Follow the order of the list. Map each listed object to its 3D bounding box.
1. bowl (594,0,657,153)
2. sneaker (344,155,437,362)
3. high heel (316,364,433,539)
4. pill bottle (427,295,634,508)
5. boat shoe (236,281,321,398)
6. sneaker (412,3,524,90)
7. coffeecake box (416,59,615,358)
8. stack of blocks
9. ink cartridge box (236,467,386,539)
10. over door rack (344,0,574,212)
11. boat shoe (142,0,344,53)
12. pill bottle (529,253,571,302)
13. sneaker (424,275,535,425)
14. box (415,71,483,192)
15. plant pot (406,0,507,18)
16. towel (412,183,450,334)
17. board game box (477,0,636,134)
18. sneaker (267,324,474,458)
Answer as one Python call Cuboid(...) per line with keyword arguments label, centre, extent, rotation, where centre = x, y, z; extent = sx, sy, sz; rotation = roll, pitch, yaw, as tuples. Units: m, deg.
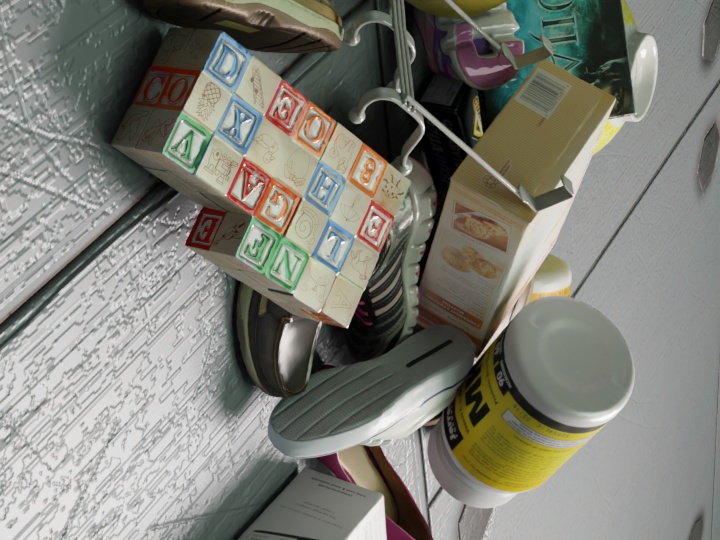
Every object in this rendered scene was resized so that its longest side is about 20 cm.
Cuboid(label="bowl", centre=(0.210, -0.184, 1.376), extent=(0.200, 0.107, 0.202), rotation=(-34, 131, -53))
Cuboid(label="sneaker", centre=(0.000, 0.000, 1.197), extent=(0.087, 0.074, 0.201), rotation=(-16, 138, -28))
Cuboid(label="high heel", centre=(0.012, 0.161, 1.263), extent=(0.068, 0.096, 0.201), rotation=(-55, 146, -35))
Cuboid(label="pill bottle", centre=(0.136, 0.118, 1.257), extent=(0.114, 0.114, 0.200), rotation=(-52, 177, -39))
Cuboid(label="boat shoe", centre=(-0.044, 0.006, 1.108), extent=(0.074, 0.073, 0.202), rotation=(-30, 128, -55))
Cuboid(label="sneaker", centre=(0.072, -0.244, 1.227), extent=(0.080, 0.088, 0.202), rotation=(-10, 93, -23))
Cuboid(label="coffeecake box", centre=(0.121, -0.047, 1.225), extent=(0.154, 0.073, 0.201), rotation=(-53, 167, -32))
Cuboid(label="stack of blocks", centre=(-0.066, -0.057, 0.982), extent=(0.200, 0.058, 0.116), rotation=(36, 74, -42))
Cuboid(label="ink cartridge box", centre=(-0.059, 0.279, 1.193), extent=(0.200, 0.084, 0.146), rotation=(-43, 138, -47))
Cuboid(label="over door rack", centre=(0.063, -0.133, 1.080), extent=(0.199, 0.066, 0.149), rotation=(23, 51, -38))
Cuboid(label="boat shoe", centre=(-0.069, -0.192, 0.982), extent=(0.200, 0.071, 0.077), rotation=(7, 80, -65))
Cuboid(label="pill bottle", centre=(0.138, 0.084, 1.450), extent=(0.116, 0.116, 0.202), rotation=(-22, 121, -58))
Cuboid(label="sneaker", centre=(0.097, 0.053, 1.340), extent=(0.201, 0.070, 0.076), rotation=(-64, 167, 6))
Cuboid(label="box", centre=(0.120, -0.139, 1.389), extent=(0.160, 0.046, 0.201), rotation=(-60, 149, -29))
Cuboid(label="plant pot", centre=(0.107, -0.297, 1.102), extent=(0.199, 0.141, 0.202), rotation=(2, 87, -39))
Cuboid(label="towel", centre=(0.060, 0.005, 1.318), extent=(0.147, 0.022, 0.201), rotation=(-44, 156, -46))
Cuboid(label="board game box", centre=(0.158, -0.223, 1.282), extent=(0.028, 0.134, 0.202), rotation=(-166, -113, -81))
Cuboid(label="sneaker", centre=(0.012, 0.113, 1.196), extent=(0.199, 0.073, 0.071), rotation=(-21, 135, -32))
